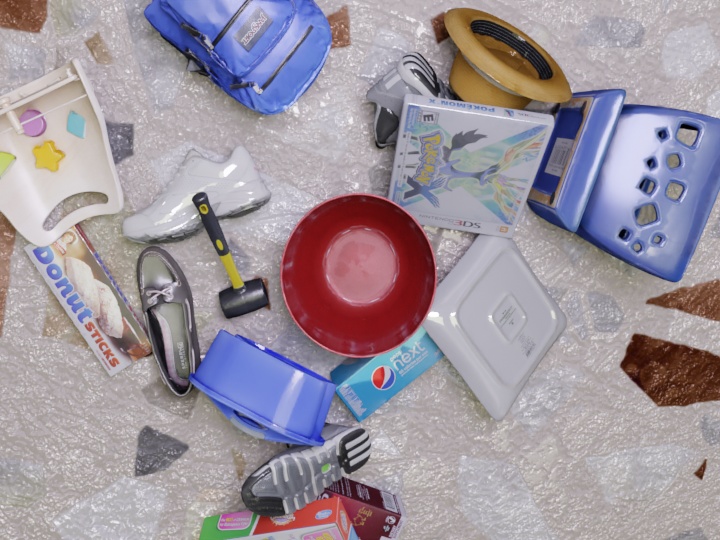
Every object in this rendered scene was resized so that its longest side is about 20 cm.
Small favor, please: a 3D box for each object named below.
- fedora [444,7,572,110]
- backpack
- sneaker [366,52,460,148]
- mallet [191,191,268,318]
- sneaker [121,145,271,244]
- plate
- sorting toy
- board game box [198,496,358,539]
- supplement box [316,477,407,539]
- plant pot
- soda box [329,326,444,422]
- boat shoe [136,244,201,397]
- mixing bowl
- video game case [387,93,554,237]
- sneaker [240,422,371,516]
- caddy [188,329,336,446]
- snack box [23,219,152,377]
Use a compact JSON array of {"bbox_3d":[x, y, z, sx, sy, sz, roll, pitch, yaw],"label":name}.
[{"bbox_3d":[0.168,-0.243,0.936,0.197,0.203,0.082,26,126,-13],"label":"fedora"},{"bbox_3d":[-0.134,-0.279,0.880,0.199,0.168,0.163,41,101,-18],"label":"backpack"},{"bbox_3d":[0.080,-0.180,0.984,0.114,0.076,0.200,-28,125,27],"label":"sneaker"},{"bbox_3d":[-0.179,-0.014,0.955,0.065,0.042,0.202,-24,135,1],"label":"mallet"},{"bbox_3d":[-0.216,-0.099,0.963,0.196,0.078,0.102,-20,86,-1],"label":"sneaker"},{"bbox_3d":[0.193,0.065,1.027,0.200,0.032,0.201,-47,108,-26],"label":"plate"},{"bbox_3d":[-0.379,-0.130,0.912,0.196,0.107,0.183,-24,109,-2],"label":"sorting toy"},{"bbox_3d":[-0.100,0.386,1.030,0.195,0.041,0.156,-11,124,12],"label":"board game box"},{"bbox_3d":[-0.043,0.357,1.089,0.196,0.061,0.111,22,100,-12],"label":"supplement box"},{"bbox_3d":[0.329,-0.124,0.969,0.176,0.200,0.205,18,101,-6],"label":"plant pot"},{"bbox_3d":[0.053,0.115,1.044,0.198,0.068,0.065,-38,105,1],"label":"soda box"},{"bbox_3d":[-0.250,0.069,0.995,0.065,0.057,0.205,-12,104,-5],"label":"boat shoe"},{"bbox_3d":[0.000,0.000,0.981,0.194,0.108,0.206,0,98,3],"label":"mixing bowl"},{"bbox_3d":[0.129,-0.125,0.950,0.177,0.022,0.202,8,141,0],"label":"video game case"},{"bbox_3d":[-0.090,0.261,1.026,0.197,0.114,0.077,-16,104,-33],"label":"sneaker"},{"bbox_3d":[-0.125,0.160,0.974,0.196,0.141,0.107,25,84,13],"label":"caddy"},{"bbox_3d":[-0.351,0.036,0.990,0.071,0.024,0.203,-29,105,-1],"label":"snack box"}]
